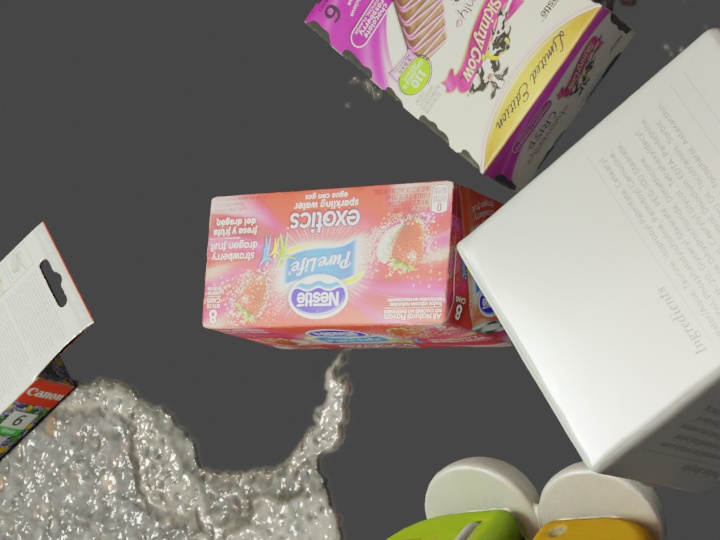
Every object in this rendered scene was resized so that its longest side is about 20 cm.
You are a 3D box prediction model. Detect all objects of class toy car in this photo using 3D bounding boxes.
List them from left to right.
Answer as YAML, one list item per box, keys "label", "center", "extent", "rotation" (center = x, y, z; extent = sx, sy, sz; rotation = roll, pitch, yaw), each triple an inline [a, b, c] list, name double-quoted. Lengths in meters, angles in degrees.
- label: "toy car"
  center: [0.096, 0.211, 1.090]
  extent: [0.198, 0.175, 0.152]
  rotation: [-2, 115, 32]

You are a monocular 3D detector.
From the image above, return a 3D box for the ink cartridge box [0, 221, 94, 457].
- label: "ink cartridge box"
  center: [-0.282, 0.068, 1.417]
  extent: [0.200, 0.050, 0.109]
  rotation: [-42, 60, 18]

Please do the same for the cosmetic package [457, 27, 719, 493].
- label: "cosmetic package"
  center: [0.201, 0.002, 1.041]
  extent: [0.200, 0.167, 0.167]
  rotation: [-40, 62, 19]

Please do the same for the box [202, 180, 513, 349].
- label: "box"
  center: [0.000, 0.000, 1.215]
  extent: [0.198, 0.099, 0.097]
  rotation: [-2, 78, 32]

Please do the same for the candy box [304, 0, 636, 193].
- label: "candy box"
  center: [0.071, -0.167, 1.228]
  extent: [0.200, 0.061, 0.137]
  rotation: [42, 103, 32]
